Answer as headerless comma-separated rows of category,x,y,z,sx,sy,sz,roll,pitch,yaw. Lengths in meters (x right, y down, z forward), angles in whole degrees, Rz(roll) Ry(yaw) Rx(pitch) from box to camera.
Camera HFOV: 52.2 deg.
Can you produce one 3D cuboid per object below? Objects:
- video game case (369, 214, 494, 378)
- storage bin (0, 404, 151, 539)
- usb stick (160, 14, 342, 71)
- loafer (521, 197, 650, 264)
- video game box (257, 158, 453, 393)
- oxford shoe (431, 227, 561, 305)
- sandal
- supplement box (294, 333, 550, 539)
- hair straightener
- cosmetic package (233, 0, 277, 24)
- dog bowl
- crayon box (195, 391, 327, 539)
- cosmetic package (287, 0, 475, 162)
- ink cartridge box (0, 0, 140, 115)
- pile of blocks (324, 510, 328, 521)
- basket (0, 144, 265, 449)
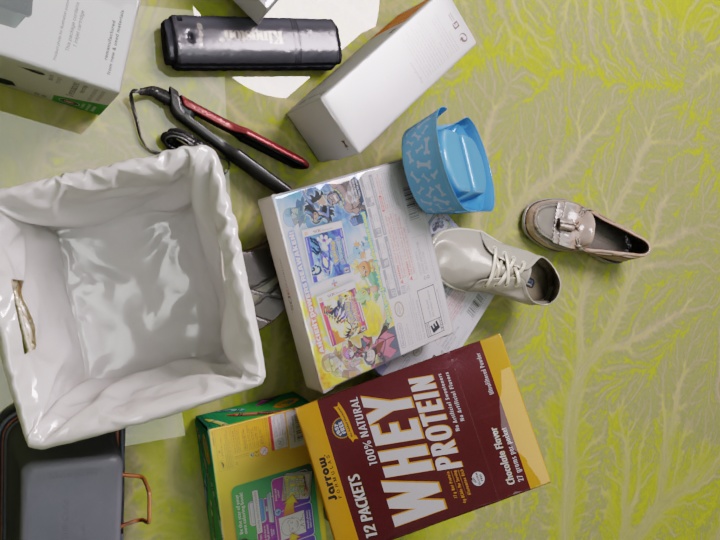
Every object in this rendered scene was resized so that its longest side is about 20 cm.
video game case,0.058,0.029,0.873,0.181,0.045,0.202,44,73,-24
storage bin,-0.257,0.232,0.665,0.142,0.133,0.206,1,93,-27
usb stick,-0.110,-0.240,0.776,0.195,0.032,0.057,-8,96,-27
loafer,0.309,-0.054,0.992,0.196,0.062,0.074,13,86,-28
video game box,0.000,0.000,0.782,0.179,0.046,0.206,-19,98,-33
oxford shoe,0.162,-0.003,0.871,0.196,0.057,0.077,17,87,-26
sandal,-0.097,-0.005,0.785,0.082,0.054,0.201,47,64,-12
supplement box,0.057,0.166,0.731,0.195,0.197,0.136,-19,81,0
hair straightener,-0.150,-0.122,0.756,0.197,0.041,0.079,28,80,-26
cosmetic package,-0.126,-0.379,0.737,0.199,0.051,0.152,41,76,-15
dog bowl,0.101,-0.116,0.830,0.199,0.048,0.115,-10,86,-65
crayon box,-0.103,0.247,0.790,0.116,0.058,0.206,-9,97,-27
cosmetic package,0.023,-0.213,0.811,0.200,0.101,0.072,-46,110,-19
ink cartridge box,-0.300,-0.208,0.614,0.196,0.146,0.086,14,87,-26
pile of blocks,0.048,0.242,0.868,0.198,0.062,0.083,-37,108,-21
basket,-0.195,0.018,0.639,0.195,0.161,0.204,-14,93,-10
